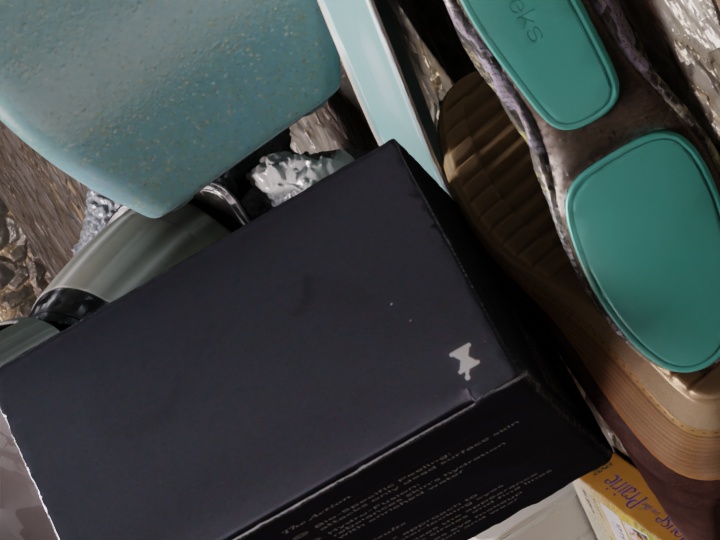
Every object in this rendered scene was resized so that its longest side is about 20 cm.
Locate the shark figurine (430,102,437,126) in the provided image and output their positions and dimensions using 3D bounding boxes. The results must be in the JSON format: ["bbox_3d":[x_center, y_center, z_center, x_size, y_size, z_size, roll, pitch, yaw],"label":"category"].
[{"bbox_3d":[0.002,0.004,1.274,0.128,0.089,0.215,-86,-6,-46],"label":"shark figurine"}]

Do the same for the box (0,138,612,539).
[{"bbox_3d":[-0.019,0.063,1.089,0.118,0.196,0.200,63,-173,19],"label":"box"}]

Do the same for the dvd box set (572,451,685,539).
[{"bbox_3d":[0.184,0.182,1.288,0.147,0.029,0.200,64,168,-24],"label":"dvd box set"}]

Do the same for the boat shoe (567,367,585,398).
[{"bbox_3d":[0.079,0.052,1.305,0.200,0.065,0.072,111,151,-53],"label":"boat shoe"}]

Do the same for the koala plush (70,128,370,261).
[{"bbox_3d":[-0.039,-0.018,1.393,0.200,0.184,0.178,22,145,49],"label":"koala plush"}]

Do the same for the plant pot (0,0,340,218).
[{"bbox_3d":[-0.118,-0.142,1.266,0.200,0.196,0.196,56,176,-17],"label":"plant pot"}]

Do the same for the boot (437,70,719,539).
[{"bbox_3d":[0.100,0.022,1.119,0.200,0.072,0.166,54,169,24],"label":"boot"}]

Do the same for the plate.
[{"bbox_3d":[-0.001,-0.113,1.143,0.200,0.025,0.201,-22,-90,-85],"label":"plate"}]

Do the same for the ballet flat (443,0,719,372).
[{"bbox_3d":[0.095,-0.057,0.992,0.201,0.072,0.072,61,168,-16],"label":"ballet flat"}]

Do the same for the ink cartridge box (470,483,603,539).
[{"bbox_3d":[0.111,0.182,1.452,0.147,0.083,0.200,35,155,60],"label":"ink cartridge box"}]

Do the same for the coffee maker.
[{"bbox_3d":[-0.107,0.077,1.278,0.192,0.200,0.135,43,136,5],"label":"coffee maker"}]
